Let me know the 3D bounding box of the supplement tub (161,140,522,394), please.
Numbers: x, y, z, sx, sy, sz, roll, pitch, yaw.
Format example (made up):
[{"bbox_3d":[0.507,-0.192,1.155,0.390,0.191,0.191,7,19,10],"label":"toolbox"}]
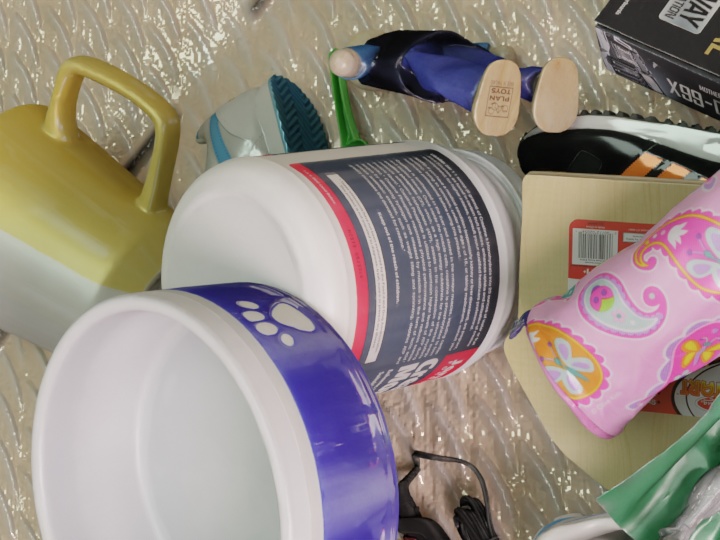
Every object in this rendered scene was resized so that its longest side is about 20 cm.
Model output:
[{"bbox_3d":[0.000,0.000,0.924,0.139,0.199,0.142,9,103,43],"label":"supplement tub"}]

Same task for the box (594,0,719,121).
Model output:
[{"bbox_3d":[0.250,-0.168,0.909,0.157,0.050,0.201,30,74,29],"label":"box"}]

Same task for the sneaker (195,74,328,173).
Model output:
[{"bbox_3d":[-0.057,-0.022,1.054,0.080,0.076,0.202,-24,62,27],"label":"sneaker"}]

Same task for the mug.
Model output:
[{"bbox_3d":[-0.185,-0.021,1.064,0.152,0.188,0.149,31,55,21],"label":"mug"}]

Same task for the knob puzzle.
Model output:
[{"bbox_3d":[0.178,0.046,0.903,0.217,0.030,0.222,5,109,16],"label":"knob puzzle"}]

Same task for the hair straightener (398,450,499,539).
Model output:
[{"bbox_3d":[0.080,0.187,0.956,0.077,0.041,0.201,-34,61,16],"label":"hair straightener"}]

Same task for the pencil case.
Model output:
[{"bbox_3d":[0.175,0.001,0.828,0.200,0.087,0.088,-39,64,25],"label":"pencil case"}]

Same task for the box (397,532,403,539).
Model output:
[{"bbox_3d":[-0.053,0.126,0.961,0.049,0.116,0.201,-62,41,30],"label":"box"}]

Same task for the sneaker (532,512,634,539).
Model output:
[{"bbox_3d":[0.182,0.160,0.865,0.198,0.087,0.076,-3,74,12],"label":"sneaker"}]

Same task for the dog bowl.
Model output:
[{"bbox_3d":[-0.077,0.108,0.820,0.199,0.078,0.203,8,101,43],"label":"dog bowl"}]

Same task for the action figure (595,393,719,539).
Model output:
[{"bbox_3d":[0.223,0.075,0.823,0.118,0.055,0.201,41,80,-15],"label":"action figure"}]

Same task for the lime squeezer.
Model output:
[{"bbox_3d":[-0.021,-0.066,1.019,0.037,0.071,0.201,-16,27,31],"label":"lime squeezer"}]

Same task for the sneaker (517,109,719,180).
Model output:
[{"bbox_3d":[0.175,-0.034,0.935,0.198,0.070,0.091,10,80,26],"label":"sneaker"}]

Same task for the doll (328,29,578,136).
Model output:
[{"bbox_3d":[0.043,-0.122,0.990,0.200,0.135,0.049,28,119,59],"label":"doll"}]
